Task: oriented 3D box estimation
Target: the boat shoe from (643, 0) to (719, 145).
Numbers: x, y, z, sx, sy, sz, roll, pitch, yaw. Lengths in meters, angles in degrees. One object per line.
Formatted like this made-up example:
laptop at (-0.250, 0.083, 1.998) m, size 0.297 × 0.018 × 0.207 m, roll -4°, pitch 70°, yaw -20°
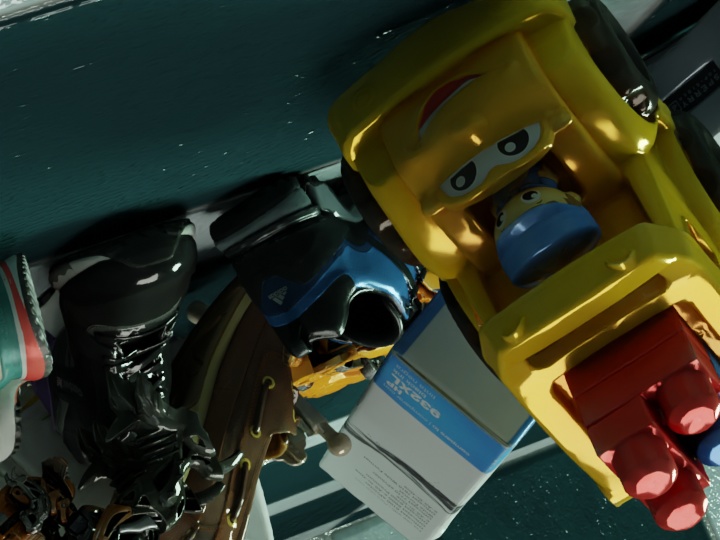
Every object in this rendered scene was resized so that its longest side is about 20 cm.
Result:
boat shoe at (0.165, -0.086, 1.300) m, size 0.202 × 0.075 × 0.086 m, roll -40°, pitch 166°, yaw 32°

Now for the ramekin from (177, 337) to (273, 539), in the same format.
ramekin at (-0.126, 0.148, 1.539) m, size 0.098 × 0.201 × 0.200 m, roll -16°, pitch 172°, yaw 11°

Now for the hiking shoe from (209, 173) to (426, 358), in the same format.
hiking shoe at (0.000, 0.000, 1.315) m, size 0.074 × 0.087 × 0.200 m, roll -29°, pitch 169°, yaw 33°

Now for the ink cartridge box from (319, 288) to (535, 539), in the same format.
ink cartridge box at (0.066, 0.052, 1.430) m, size 0.145 × 0.084 × 0.200 m, roll -51°, pitch 176°, yaw -24°

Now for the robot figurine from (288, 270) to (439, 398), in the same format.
robot figurine at (-0.013, 0.039, 1.593) m, size 0.145 × 0.058 × 0.200 m, roll -27°, pitch 171°, yaw 21°

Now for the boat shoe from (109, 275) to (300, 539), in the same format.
boat shoe at (-0.067, 0.074, 1.343) m, size 0.072 × 0.068 × 0.200 m, roll -43°, pitch -160°, yaw 47°

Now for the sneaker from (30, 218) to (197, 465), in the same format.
sneaker at (-0.111, 0.039, 1.271) m, size 0.076 × 0.088 × 0.200 m, roll -19°, pitch 170°, yaw -22°

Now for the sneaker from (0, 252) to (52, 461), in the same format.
sneaker at (-0.204, 0.050, 1.205) m, size 0.093 × 0.070 × 0.200 m, roll -12°, pitch 165°, yaw -20°

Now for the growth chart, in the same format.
growth chart at (-0.122, 0.084, 1.372) m, size 0.200 × 0.145 × 0.018 m, roll -27°, pitch 150°, yaw -32°

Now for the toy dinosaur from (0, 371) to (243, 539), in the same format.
toy dinosaur at (-0.120, 0.133, 1.199) m, size 0.200 × 0.136 × 0.102 m, roll 36°, pitch 149°, yaw -25°

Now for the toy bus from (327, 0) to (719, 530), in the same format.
toy bus at (0.094, 0.007, 1.073) m, size 0.136 × 0.192 × 0.200 m, roll -32°, pitch 129°, yaw 14°
